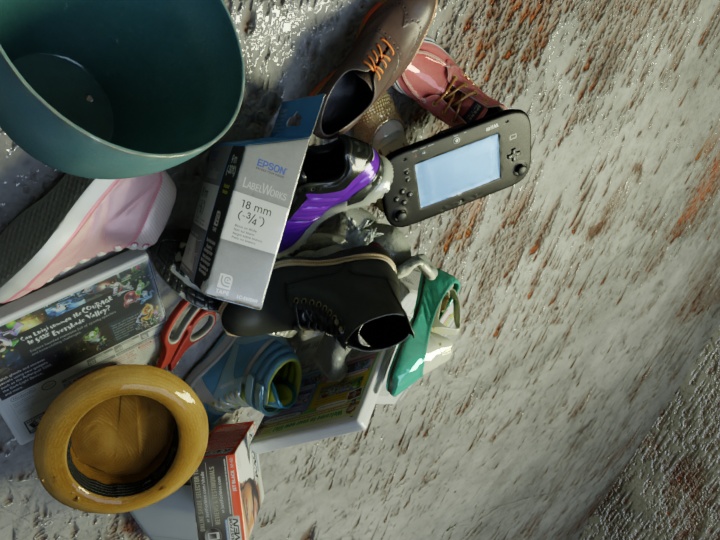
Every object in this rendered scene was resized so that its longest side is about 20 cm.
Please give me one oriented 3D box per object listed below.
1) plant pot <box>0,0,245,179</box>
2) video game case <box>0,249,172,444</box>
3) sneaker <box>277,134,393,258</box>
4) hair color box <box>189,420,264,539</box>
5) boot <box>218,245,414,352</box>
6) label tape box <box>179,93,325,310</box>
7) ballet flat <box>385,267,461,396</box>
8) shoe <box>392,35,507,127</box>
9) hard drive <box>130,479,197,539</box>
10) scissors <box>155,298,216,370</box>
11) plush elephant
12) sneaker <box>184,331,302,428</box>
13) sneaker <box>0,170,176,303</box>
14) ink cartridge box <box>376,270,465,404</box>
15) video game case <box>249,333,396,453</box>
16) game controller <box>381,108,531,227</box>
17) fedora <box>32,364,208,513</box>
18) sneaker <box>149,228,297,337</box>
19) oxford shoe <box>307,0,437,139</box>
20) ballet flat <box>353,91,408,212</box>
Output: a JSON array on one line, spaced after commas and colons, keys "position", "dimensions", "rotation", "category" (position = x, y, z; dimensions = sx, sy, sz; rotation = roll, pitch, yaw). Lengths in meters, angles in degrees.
[{"position": [-0.205, -0.153, 0.544], "dimensions": [0.197, 0.206, 0.133], "rotation": [1, 162, -45], "category": "plant pot"}, {"position": [-0.306, 0.084, 0.783], "dimensions": [0.197, 0.023, 0.185], "rotation": [-27, 140, -24], "category": "video game case"}, {"position": [-0.069, -0.087, 0.781], "dimensions": [0.197, 0.071, 0.099], "rotation": [-30, 149, 20], "category": "sneaker"}, {"position": [-0.170, 0.274, 0.938], "dimensions": [0.062, 0.114, 0.200], "rotation": [-7, 180, -1], "category": "hair color box"}, {"position": [-0.048, 0.045, 0.728], "dimensions": [0.195, 0.139, 0.079], "rotation": [-20, 120, 0], "category": "boot"}, {"position": [-0.111, -0.080, 0.702], "dimensions": [0.062, 0.144, 0.205], "rotation": [15, 92, -24], "category": "label tape box"}, {"position": [0.089, 0.075, 0.905], "dimensions": [0.068, 0.069, 0.203], "rotation": [91, 16, -47], "category": "ballet flat"}, {"position": [0.111, -0.212, 0.862], "dimensions": [0.198, 0.091, 0.072], "rotation": [18, 112, -52], "category": "shoe"}, {"position": [-0.259, 0.325, 0.991], "dimensions": [0.128, 0.027, 0.203], "rotation": [3, 137, 9], "category": "hard drive"}, {"position": [-0.238, 0.117, 0.848], "dimensions": [0.202, 0.014, 0.073], "rotation": [-55, 153, -2], "category": "scissors"}, {"position": [0.000, 0.000, 0.895], "dimensions": [0.153, 0.165, 0.201], "rotation": [-20, 152, -51], "category": "plush elephant"}, {"position": [-0.152, 0.160, 0.919], "dimensions": [0.079, 0.131, 0.202], "rotation": [18, 112, -52], "category": "sneaker"}, {"position": [-0.254, -0.032, 0.677], "dimensions": [0.201, 0.075, 0.105], "rotation": [-48, 139, -5], "category": "sneaker"}, {"position": [0.044, 0.102, 1.102], "dimensions": [0.174, 0.084, 0.202], "rotation": [17, 112, -51], "category": "ink cartridge box"}, {"position": [-0.040, 0.142, 0.926], "dimensions": [0.022, 0.197, 0.184], "rotation": [48, 43, -23], "category": "video game case"}, {"position": [0.114, -0.122, 0.856], "dimensions": [0.196, 0.043, 0.106], "rotation": [-22, 141, -8], "category": "game controller"}, {"position": [-0.266, 0.175, 0.805], "dimensions": [0.195, 0.082, 0.205], "rotation": [-11, 122, -18], "category": "fedora"}, {"position": [-0.161, 0.021, 0.827], "dimensions": [0.198, 0.088, 0.078], "rotation": [34, 68, -31], "category": "sneaker"}, {"position": [0.018, -0.218, 0.761], "dimensions": [0.071, 0.073, 0.201], "rotation": [35, 98, -21], "category": "oxford shoe"}, {"position": [0.040, -0.137, 0.885], "dimensions": [0.070, 0.065, 0.202], "rotation": [-37, 143, -11], "category": "ballet flat"}]
